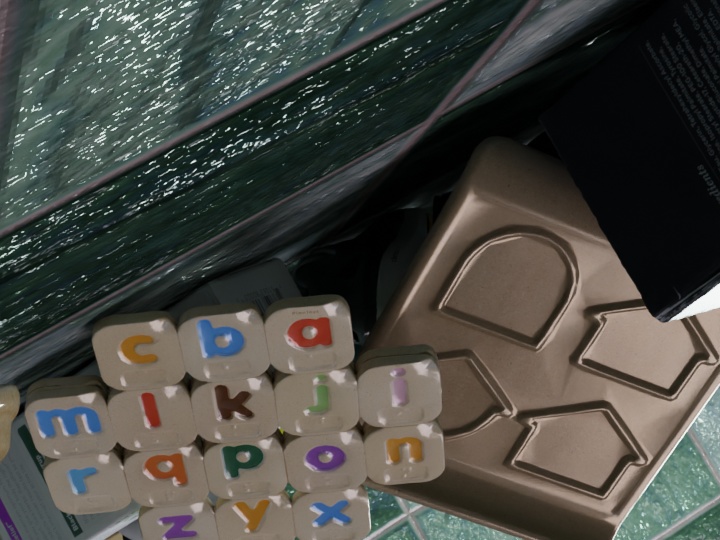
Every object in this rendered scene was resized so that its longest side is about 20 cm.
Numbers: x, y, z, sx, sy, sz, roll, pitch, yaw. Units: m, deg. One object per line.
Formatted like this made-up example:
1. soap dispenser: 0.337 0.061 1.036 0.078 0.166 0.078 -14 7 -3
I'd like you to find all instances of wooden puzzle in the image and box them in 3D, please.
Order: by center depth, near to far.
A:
1. wooden puzzle: 0.094 0.040 1.018 0.201 0.184 0.046 -62 -160 23

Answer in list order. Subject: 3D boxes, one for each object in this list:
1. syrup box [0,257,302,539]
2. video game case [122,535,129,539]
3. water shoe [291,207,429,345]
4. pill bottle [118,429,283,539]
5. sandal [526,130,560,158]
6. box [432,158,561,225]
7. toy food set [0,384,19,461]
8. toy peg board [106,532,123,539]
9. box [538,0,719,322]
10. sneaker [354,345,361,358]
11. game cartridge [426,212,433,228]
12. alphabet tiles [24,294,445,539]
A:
1. syrup box: -0.113 0.080 1.046 0.199 0.082 0.079 -33 174 28
2. video game case: -0.101 0.115 1.452 0.200 0.019 0.143 -45 167 -21
3. water shoe: 0.000 0.000 1.128 0.078 0.072 0.200 2 -176 2
4. pill bottle: -0.097 0.104 1.213 0.112 0.113 0.200 -31 175 7
5. sandal: 0.147 -0.064 1.256 0.199 0.082 0.055 -31 -166 12
6. box: 0.139 -0.009 1.135 0.198 0.050 0.199 -16 -155 12
7. toy food set: -0.206 0.084 0.662 0.197 0.049 0.200 -31 176 1
8. toy peg board: -0.279 0.211 1.480 0.199 0.098 0.200 -31 160 -25
9. box: 0.229 -0.087 0.921 0.199 0.125 0.197 -11 155 -48
10. sneaker: -0.022 0.057 1.216 0.071 0.080 0.200 -31 -168 14
11. game cartridge: 0.122 0.031 1.374 0.198 0.033 0.177 12 152 -3
12. alphabet tiles: -0.058 0.079 0.956 0.198 0.015 0.196 -5 140 1
